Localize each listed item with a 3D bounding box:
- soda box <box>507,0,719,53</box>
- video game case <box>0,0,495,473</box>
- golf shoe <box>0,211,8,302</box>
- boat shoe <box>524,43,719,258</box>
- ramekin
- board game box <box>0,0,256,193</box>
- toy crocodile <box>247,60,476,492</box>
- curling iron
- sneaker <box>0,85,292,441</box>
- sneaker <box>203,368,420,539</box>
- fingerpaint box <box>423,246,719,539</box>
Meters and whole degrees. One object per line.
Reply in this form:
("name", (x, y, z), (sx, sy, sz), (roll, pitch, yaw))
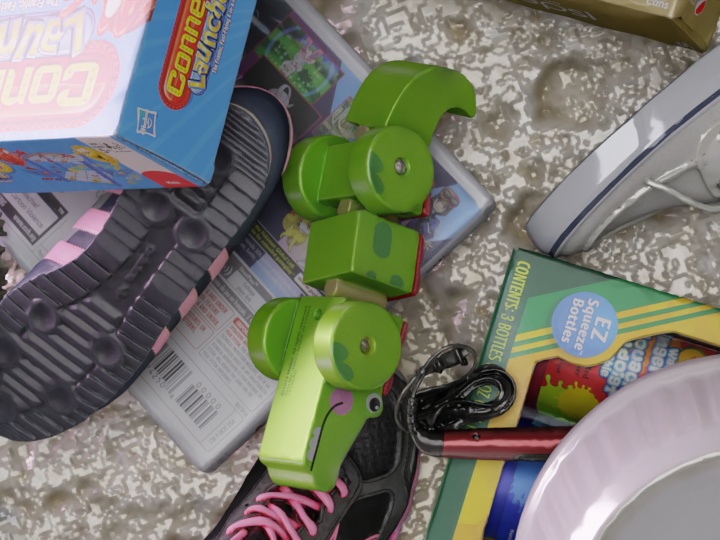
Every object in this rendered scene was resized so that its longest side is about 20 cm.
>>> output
("soda box", (0.066, -0.158, 1.121), (0.200, 0.064, 0.068), (18, 87, 24))
("video game case", (-0.069, -0.040, 1.163), (0.182, 0.023, 0.200), (-43, 77, 1))
("golf shoe", (-0.230, 0.052, 1.149), (0.097, 0.078, 0.200), (22, 93, 19))
("boat shoe", (0.173, -0.053, 1.130), (0.202, 0.075, 0.086), (-37, 83, -8))
("ramekin", (0.159, 0.138, 1.015), (0.202, 0.094, 0.203), (1, 97, 5))
("board game box", (-0.128, -0.134, 1.095), (0.200, 0.056, 0.196), (-1, 69, 42))
("toy crocodile", (0.000, 0.000, 1.099), (0.062, 0.067, 0.200), (22, 74, -34))
("curling iron", (0.114, 0.064, 1.071), (0.199, 0.026, 0.050), (6, 87, 5))
("sneaker", (-0.097, -0.003, 1.122), (0.070, 0.082, 0.200), (45, 112, -1))
("sneaker", (-0.038, 0.125, 1.118), (0.079, 0.095, 0.200), (31, 83, 9))
("fingerpaint box", (0.118, 0.109, 1.117), (0.167, 0.073, 0.200), (18, 87, 6))
